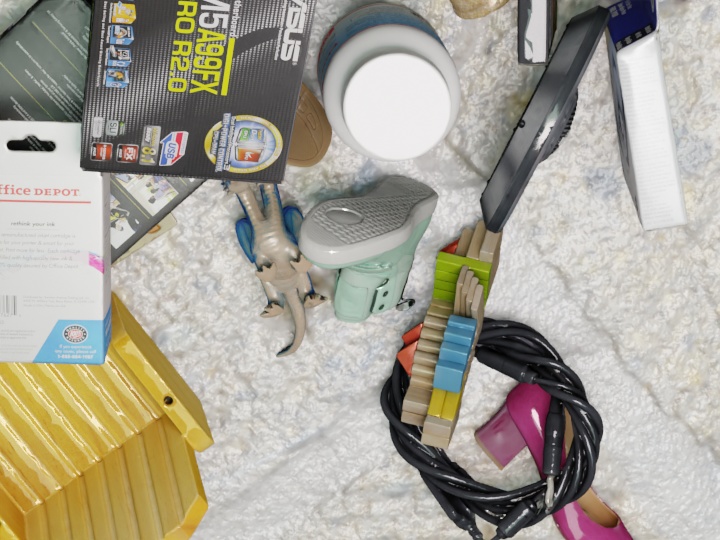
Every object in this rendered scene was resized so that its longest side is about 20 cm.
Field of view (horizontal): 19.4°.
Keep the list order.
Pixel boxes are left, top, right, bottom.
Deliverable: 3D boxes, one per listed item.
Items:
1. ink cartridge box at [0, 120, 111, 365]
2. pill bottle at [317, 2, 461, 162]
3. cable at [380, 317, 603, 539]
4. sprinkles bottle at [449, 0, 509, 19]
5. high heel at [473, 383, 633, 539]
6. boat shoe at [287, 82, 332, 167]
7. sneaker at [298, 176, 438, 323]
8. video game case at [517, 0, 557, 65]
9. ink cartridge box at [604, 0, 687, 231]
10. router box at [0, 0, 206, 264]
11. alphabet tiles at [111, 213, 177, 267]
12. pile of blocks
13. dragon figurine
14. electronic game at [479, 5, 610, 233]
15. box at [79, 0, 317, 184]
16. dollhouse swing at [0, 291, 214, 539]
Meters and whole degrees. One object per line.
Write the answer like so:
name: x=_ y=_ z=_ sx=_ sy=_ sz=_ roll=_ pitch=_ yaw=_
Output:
ink cartridge box: x=-0.260 y=-0.029 z=1.696 sx=0.115 sy=0.068 sz=0.200 roll=2 pitch=106 yaw=-1
pill bottle: x=0.022 y=-0.147 z=1.669 sx=0.109 sy=0.200 sz=0.109 roll=-1 pitch=104 yaw=-3
cable: x=0.109 y=0.122 z=1.787 sx=0.163 sy=0.051 sz=0.200 roll=-37 pitch=76 yaw=16
sprinkles bottle: x=0.054 y=-0.294 z=1.675 sx=0.068 sy=0.068 sz=0.200 roll=-35 pitch=120 yaw=6
high heel: x=0.198 y=0.179 z=1.830 sx=0.200 sy=0.067 sz=0.096 roll=43 pitch=109 yaw=-9
boat shoe: x=-0.114 y=-0.146 z=1.684 sx=0.200 sy=0.065 sz=0.071 roll=30 pitch=80 yaw=-21
sneaker: x=0.000 y=0.000 z=1.715 sx=0.074 sy=0.200 sz=0.118 roll=23 pitch=111 yaw=19
video game case: x=0.140 y=-0.273 z=1.651 sx=0.025 sy=0.181 sz=0.200 roll=1 pitch=105 yaw=7
ink cartridge box: x=0.221 y=-0.151 z=1.679 sx=0.041 sy=0.200 sz=0.200 roll=-8 pitch=105 yaw=5
router box: x=-0.225 y=-0.122 z=1.732 sx=0.149 sy=0.051 sz=0.200 roll=-40 pitch=103 yaw=9
alphabet tiles: x=-0.255 y=-0.071 z=1.775 sx=0.200 sy=0.006 sz=0.166 roll=-33 pitch=104 yaw=6
pile of blocks: x=0.067 y=0.045 z=1.748 sx=0.062 sy=0.082 sz=0.200 roll=12 pitch=71 yaw=9
dragon figurine: x=-0.070 y=-0.016 z=1.766 sx=0.059 sy=0.099 sz=0.200 roll=-17 pitch=143 yaw=-1
electronic game: x=0.149 y=-0.120 z=1.683 sx=0.042 sy=0.200 sz=0.200 roll=27 pitch=102 yaw=1
box: x=-0.123 y=-0.154 z=1.569 sx=0.160 sy=0.044 sz=0.200 roll=4 pitch=135 yaw=-10
dollhouse swing: x=-0.242 y=0.159 z=1.750 sx=0.200 sy=0.176 sz=0.182 roll=-35 pitch=104 yaw=7
